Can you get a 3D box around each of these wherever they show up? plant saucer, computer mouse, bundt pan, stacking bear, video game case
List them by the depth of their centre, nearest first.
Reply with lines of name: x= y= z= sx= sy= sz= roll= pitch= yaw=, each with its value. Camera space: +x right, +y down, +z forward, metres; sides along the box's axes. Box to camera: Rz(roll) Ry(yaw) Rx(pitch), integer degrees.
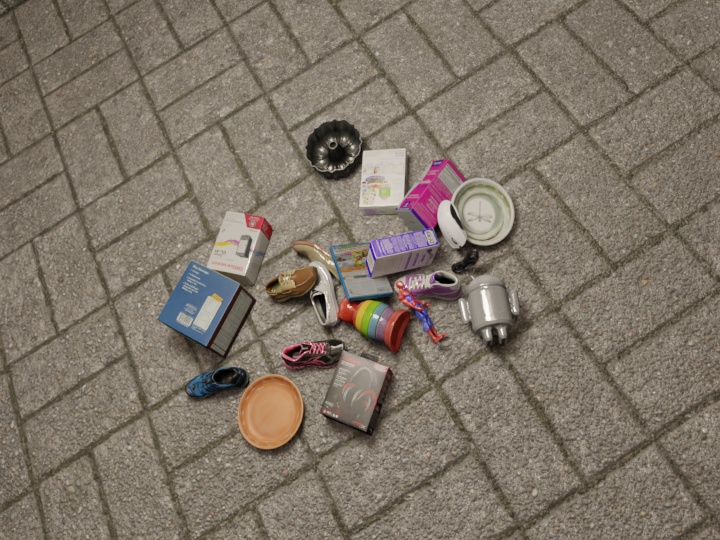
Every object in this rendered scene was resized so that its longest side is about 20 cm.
plant saucer: x=-0.249 y=0.398 z=1.655 sx=0.193 sy=0.038 sz=0.207 roll=-5 pitch=68 yaw=11
stacking bear: x=0.025 y=0.135 z=1.667 sx=0.195 sy=0.113 sz=0.125 roll=20 pitch=84 yaw=27
computer mouse: x=0.264 y=-0.100 z=1.679 sx=0.043 sy=0.109 sz=0.205 roll=-22 pitch=86 yaw=-34
video game case: x=0.000 y=0.000 z=1.721 sx=0.139 sy=0.018 sz=0.203 roll=-5 pitch=50 yaw=-20
plant saucer: x=0.353 y=-0.168 z=1.733 sx=0.193 sy=0.050 sz=0.207 roll=1 pitch=78 yaw=-6
bundt pan: x=-0.083 y=-0.391 z=1.927 sx=0.195 sy=0.076 sz=0.208 roll=-4 pitch=67 yaw=10

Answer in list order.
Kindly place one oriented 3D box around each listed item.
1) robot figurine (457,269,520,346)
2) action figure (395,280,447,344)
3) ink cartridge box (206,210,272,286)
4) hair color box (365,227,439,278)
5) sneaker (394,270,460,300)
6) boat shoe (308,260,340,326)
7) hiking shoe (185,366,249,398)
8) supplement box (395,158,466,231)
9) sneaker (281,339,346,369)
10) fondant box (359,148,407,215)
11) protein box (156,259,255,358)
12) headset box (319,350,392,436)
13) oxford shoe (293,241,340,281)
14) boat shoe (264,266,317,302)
robot figurine: x=0.351 y=0.099 z=1.603 sx=0.164 sy=0.114 sz=0.206 roll=-9 pitch=66 yaw=3
action figure: x=0.165 y=0.109 z=1.646 sx=0.201 sy=0.065 sz=0.052 roll=49 pitch=117 yaw=12
ink cartridge box: x=-0.379 y=-0.072 z=1.856 sx=0.143 sy=0.086 sz=0.206 roll=10 pitch=69 yaw=16
hair color box: x=0.118 y=-0.050 z=1.689 sx=0.194 sy=0.110 sz=0.066 roll=-11 pitch=61 yaw=-15
sneaker: x=0.185 y=0.031 z=1.670 sx=0.194 sy=0.115 sz=0.075 roll=0 pitch=68 yaw=14
boat shoe: x=-0.116 y=0.065 z=1.724 sx=0.073 sy=0.065 sz=0.205 roll=-33 pitch=71 yaw=29
hiking shoe: x=-0.424 y=0.314 z=1.701 sx=0.194 sy=0.087 sz=0.076 roll=-17 pitch=64 yaw=5
supplement box: x=0.211 y=-0.221 z=1.757 sx=0.201 sy=0.103 sz=0.101 roll=-51 pitch=22 yaw=-13
sneaker: x=-0.136 y=0.231 z=1.669 sx=0.193 sy=0.096 sz=0.081 roll=-12 pitch=63 yaw=6
fondant box: x=0.075 y=-0.280 z=1.856 sx=0.139 sy=0.059 sz=0.206 roll=-1 pitch=67 yaw=12
protein box: x=-0.458 y=0.116 z=1.766 sx=0.194 sy=0.136 sz=0.204 roll=22 pitch=73 yaw=20
headset box: x=-0.006 y=0.324 z=1.610 sx=0.145 sy=0.075 sz=0.205 roll=16 pitch=72 yaw=19
oxford shoe: x=-0.130 y=-0.030 z=1.792 sx=0.195 sy=0.071 sz=0.077 roll=22 pitch=79 yaw=21
boat shoe: x=-0.208 y=0.039 z=1.731 sx=0.197 sy=0.073 sz=0.078 roll=-28 pitch=53 yaw=36
